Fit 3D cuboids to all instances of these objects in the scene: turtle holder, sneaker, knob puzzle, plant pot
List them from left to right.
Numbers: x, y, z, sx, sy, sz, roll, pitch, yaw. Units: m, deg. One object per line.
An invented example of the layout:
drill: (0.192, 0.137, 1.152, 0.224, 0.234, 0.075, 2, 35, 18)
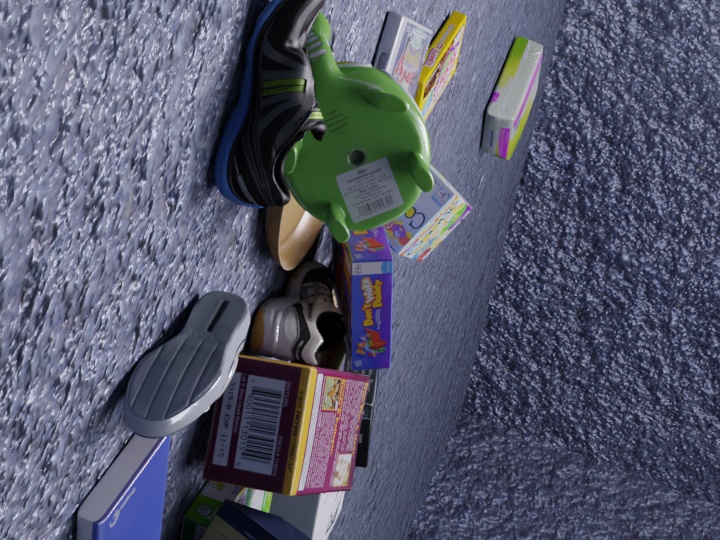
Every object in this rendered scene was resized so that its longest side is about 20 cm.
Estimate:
sneaker: (-0.142, 0.094, 1.133, 0.200, 0.072, 0.072, -54, 157, -58)
sneaker: (-0.060, -0.148, 1.111, 0.071, 0.082, 0.202, -23, 130, -76)
plant pot: (-0.055, -0.100, 1.365, 0.200, 0.027, 0.202, 18, 90, -80)
sneaker: (-0.053, 0.055, 1.478, 0.200, 0.087, 0.076, -53, 158, -63)
knob puzzle: (-0.033, 0.062, 1.738, 0.220, 0.030, 0.222, 18, 90, -80)
turtle holder: (-0.022, -0.130, 1.208, 0.141, 0.185, 0.132, -48, -158, 17)

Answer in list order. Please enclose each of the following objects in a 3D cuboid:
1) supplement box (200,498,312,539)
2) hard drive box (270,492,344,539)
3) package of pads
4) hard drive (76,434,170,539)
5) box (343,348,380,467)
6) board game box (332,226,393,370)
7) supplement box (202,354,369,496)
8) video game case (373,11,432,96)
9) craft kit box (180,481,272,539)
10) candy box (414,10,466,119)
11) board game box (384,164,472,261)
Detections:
supplement box: (-0.093, 0.379, 1.357, 0.201, 0.199, 0.134, -58, 150, -3)
hard drive box: (-0.073, 0.299, 1.816, 0.156, 0.076, 0.202, -59, 163, -50)
package of pads: (0.304, -0.340, 2.656, 0.155, 0.067, 0.202, 87, 25, -62)
hard drive: (-0.210, 0.244, 1.167, 0.132, 0.025, 0.202, -57, 162, -52)
box: (0.002, 0.125, 1.704, 0.161, 0.043, 0.202, 94, 4, -53)
board game box: (0.000, 0.000, 1.490, 0.201, 0.044, 0.136, -104, -167, -61)
supplement box: (-0.074, 0.162, 1.400, 0.200, 0.102, 0.133, 25, 73, -70)
video game case: (0.038, -0.219, 1.644, 0.200, 0.023, 0.184, -21, 129, -76)
craft kit box: (-0.152, 0.298, 1.509, 0.198, 0.048, 0.202, -51, 157, -56)
candy box: (0.102, -0.273, 1.865, 0.201, 0.026, 0.103, -60, 167, -46)
board game box: (0.064, -0.087, 1.695, 0.103, 0.105, 0.200, -45, 171, 7)
